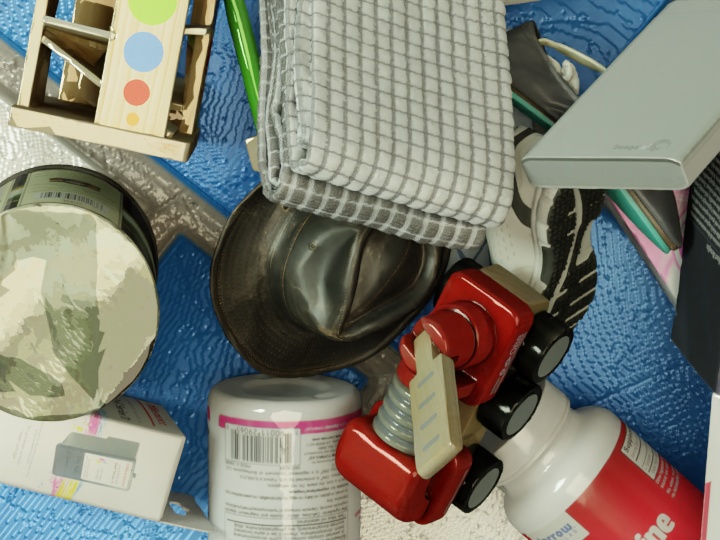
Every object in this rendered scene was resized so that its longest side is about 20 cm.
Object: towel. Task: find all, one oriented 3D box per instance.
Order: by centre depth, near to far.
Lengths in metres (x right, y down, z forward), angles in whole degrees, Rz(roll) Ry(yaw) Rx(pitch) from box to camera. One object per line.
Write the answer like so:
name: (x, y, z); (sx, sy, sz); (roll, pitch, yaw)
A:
towel: (0.013, -0.120, 1.613); (0.165, 0.086, 0.201); (14, 55, -24)

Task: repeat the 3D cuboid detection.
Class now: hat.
hat: (0.000, 0.000, 1.660); (0.200, 0.081, 0.202); (-15, 120, -27)

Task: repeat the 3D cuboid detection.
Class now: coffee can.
coffee can: (-0.212, 0.011, 1.650); (0.146, 0.200, 0.147); (-1, 100, -5)

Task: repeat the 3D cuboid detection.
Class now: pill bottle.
pill bottle: (-0.056, 0.183, 1.738); (0.113, 0.113, 0.201); (0, 100, -5)
pill bottle: (0.180, 0.174, 1.760); (0.200, 0.112, 0.112); (41, 94, -10)

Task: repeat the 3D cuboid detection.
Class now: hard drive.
hard drive: (0.214, -0.122, 1.606); (0.200, 0.131, 0.026); (-46, 123, -35)

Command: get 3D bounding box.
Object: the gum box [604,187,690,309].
gum box: (0.262, -0.031, 1.756); (0.113, 0.066, 0.200); (-35, 101, 2)

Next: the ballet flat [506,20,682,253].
ballet flat: (0.169, -0.102, 1.681); (0.200, 0.073, 0.073); (44, 93, 10)

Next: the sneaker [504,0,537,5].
sneaker: (0.063, -0.231, 1.711); (0.199, 0.075, 0.089); (-8, 69, 8)

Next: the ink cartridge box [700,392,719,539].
ink cartridge box: (0.325, 0.143, 1.721); (0.082, 0.200, 0.147); (10, 104, 31)

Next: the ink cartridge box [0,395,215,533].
ink cartridge box: (-0.197, 0.123, 1.707); (0.199, 0.117, 0.068); (16, 95, -16)

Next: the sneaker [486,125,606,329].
sneaker: (0.124, -0.020, 1.701); (0.074, 0.080, 0.201); (-28, 142, -33)

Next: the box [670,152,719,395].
box: (0.334, -0.022, 1.656); (0.199, 0.123, 0.199); (0, 109, -10)

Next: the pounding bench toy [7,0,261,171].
pounding bench toy: (-0.127, -0.162, 1.659); (0.199, 0.124, 0.157); (12, 98, -2)

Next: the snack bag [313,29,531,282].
snack bag: (0.032, -0.070, 1.744); (0.199, 0.021, 0.190); (-8, 99, -5)

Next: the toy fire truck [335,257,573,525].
toy fire truck: (0.048, 0.100, 1.614); (0.128, 0.200, 0.177); (37, 114, 23)
